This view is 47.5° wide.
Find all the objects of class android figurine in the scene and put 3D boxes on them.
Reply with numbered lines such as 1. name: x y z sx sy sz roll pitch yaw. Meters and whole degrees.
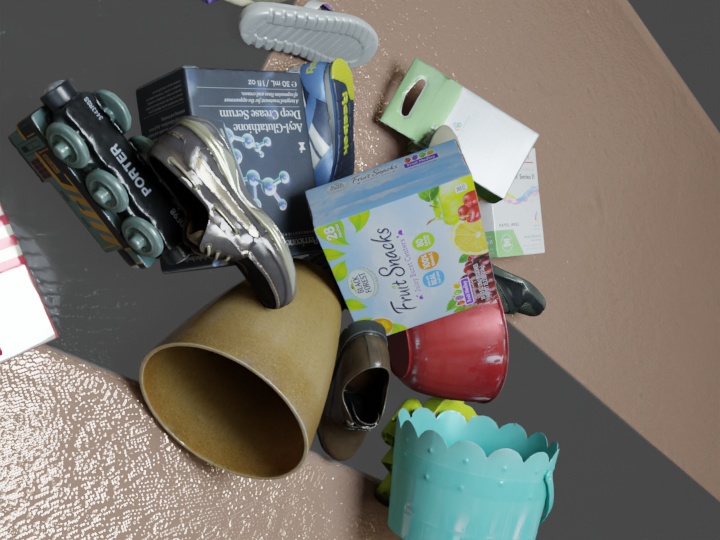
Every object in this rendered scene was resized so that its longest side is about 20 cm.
1. android figurine: 0.100 0.253 1.101 0.200 0.041 0.182 -49 116 -30

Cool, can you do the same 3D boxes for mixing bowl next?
1. mixing bowl: 0.091 0.079 1.029 0.108 0.200 0.201 -9 92 -20

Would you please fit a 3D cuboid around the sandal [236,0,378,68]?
1. sandal: -0.059 -0.298 0.995 0.202 0.082 0.050 3 59 -42

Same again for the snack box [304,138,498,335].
1. snack box: 0.050 -0.025 0.887 0.200 0.168 0.068 69 3 -46

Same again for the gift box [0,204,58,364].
1. gift box: -0.363 0.025 0.611 0.200 0.186 0.185 -36 109 -39

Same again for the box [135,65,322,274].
1. box: -0.139 -0.106 0.877 0.148 0.107 0.201 -11 94 -42

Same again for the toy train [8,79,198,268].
1. toy train: -0.241 -0.085 0.778 0.200 0.114 0.085 56 48 -25

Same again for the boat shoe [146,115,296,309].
1. boat shoe: -0.133 -0.043 0.763 0.073 0.074 0.201 -38 106 -28

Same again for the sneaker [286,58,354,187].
1. sneaker: -0.054 -0.154 0.988 0.074 0.082 0.201 -39 133 -66

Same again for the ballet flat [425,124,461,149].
1. ballet flat: 0.102 -0.098 1.021 0.069 0.069 0.201 37 63 -33

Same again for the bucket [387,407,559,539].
1. bucket: 0.130 0.253 0.978 0.207 0.207 0.136 9 91 -41

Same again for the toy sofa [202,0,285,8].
1. toy sofa: -0.141 -0.403 0.932 0.083 0.097 0.201 -16 97 -66

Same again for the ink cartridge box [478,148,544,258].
1. ink cartridge box: 0.205 -0.120 1.212 0.117 0.067 0.201 -6 90 -41

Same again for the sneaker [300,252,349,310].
1. sneaker: 0.000 0.000 1.025 0.200 0.076 0.091 -30 118 -36

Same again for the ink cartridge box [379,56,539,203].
1. ink cartridge box: 0.130 -0.189 1.116 0.199 0.059 0.104 31 85 -6

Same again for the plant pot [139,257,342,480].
1. plant pot: -0.101 0.083 0.867 0.187 0.186 0.200 56 39 -23

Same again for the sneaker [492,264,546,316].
1. sneaker: 0.183 0.052 1.174 0.199 0.076 0.115 24 72 -35

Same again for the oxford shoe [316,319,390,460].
1. oxford shoe: -0.011 0.158 0.936 0.072 0.085 0.201 1 128 -14
